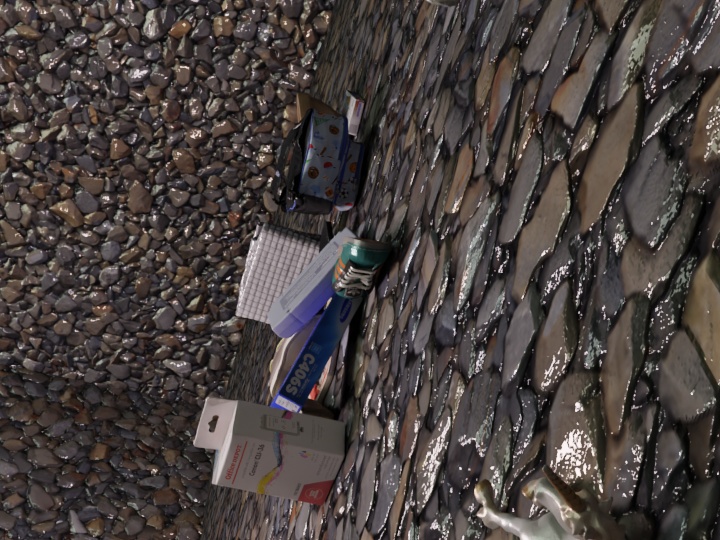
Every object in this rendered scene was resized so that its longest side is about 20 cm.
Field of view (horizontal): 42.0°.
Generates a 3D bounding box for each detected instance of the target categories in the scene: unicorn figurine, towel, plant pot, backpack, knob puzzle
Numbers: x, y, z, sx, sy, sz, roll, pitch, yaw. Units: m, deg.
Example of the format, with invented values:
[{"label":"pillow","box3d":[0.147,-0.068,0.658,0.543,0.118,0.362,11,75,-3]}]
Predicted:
[{"label":"unicorn figurine","box3d":[0.100,0.174,0.539,0.137,0.074,0.201,-143,52,-69]},{"label":"towel","box3d":[-0.143,0.009,1.823,0.086,0.165,0.200,-85,12,-68]},{"label":"plant pot","box3d":[-0.084,-0.281,2.011,0.201,0.092,0.201,176,90,-85]},{"label":"backpack","box3d":[-0.071,-0.198,1.734,0.200,0.154,0.191,-172,88,-74]},{"label":"knob puzzle","box3d":[-0.070,0.145,1.613,0.220,0.030,0.220,-166,90,-80]}]

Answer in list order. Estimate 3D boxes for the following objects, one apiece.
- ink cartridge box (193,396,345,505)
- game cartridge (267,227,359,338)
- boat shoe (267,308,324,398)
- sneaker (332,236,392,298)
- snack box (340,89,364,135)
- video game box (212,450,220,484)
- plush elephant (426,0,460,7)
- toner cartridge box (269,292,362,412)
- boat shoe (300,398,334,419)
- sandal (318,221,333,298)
[{"label":"ink cartridge box","box3d":[-0.132,0.254,1.319,0.068,0.199,0.117,-89,16,-52]},{"label":"game cartridge","box3d":[-0.070,0.020,1.509,0.200,0.040,0.133,-47,12,2]},{"label":"boat shoe","box3d":[-0.104,0.130,1.562,0.060,0.072,0.200,-109,35,-46]},{"label":"sneaker","box3d":[0.000,0.000,1.324,0.200,0.071,0.080,137,141,-81]},{"label":"snack box","box3d":[-0.020,-0.337,1.994,0.200,0.024,0.072,-110,33,-73]},{"label":"video game box","box3d":[-0.442,0.574,3.092,0.182,0.047,0.200,-104,29,-64]},{"label":"plush elephant","box3d":[0.075,-0.428,1.216,0.200,0.164,0.155,65,-137,-57]},{"label":"toner cartridge box","box3d":[-0.067,0.126,1.410,0.200,0.043,0.095,-60,2,-28]},{"label":"boat shoe","box3d":[-0.092,0.238,1.492,0.200,0.072,0.065,-172,97,-72]},{"label":"sandal","box3d":[-0.036,-0.005,1.619,0.200,0.045,0.075,-108,24,-44]}]
